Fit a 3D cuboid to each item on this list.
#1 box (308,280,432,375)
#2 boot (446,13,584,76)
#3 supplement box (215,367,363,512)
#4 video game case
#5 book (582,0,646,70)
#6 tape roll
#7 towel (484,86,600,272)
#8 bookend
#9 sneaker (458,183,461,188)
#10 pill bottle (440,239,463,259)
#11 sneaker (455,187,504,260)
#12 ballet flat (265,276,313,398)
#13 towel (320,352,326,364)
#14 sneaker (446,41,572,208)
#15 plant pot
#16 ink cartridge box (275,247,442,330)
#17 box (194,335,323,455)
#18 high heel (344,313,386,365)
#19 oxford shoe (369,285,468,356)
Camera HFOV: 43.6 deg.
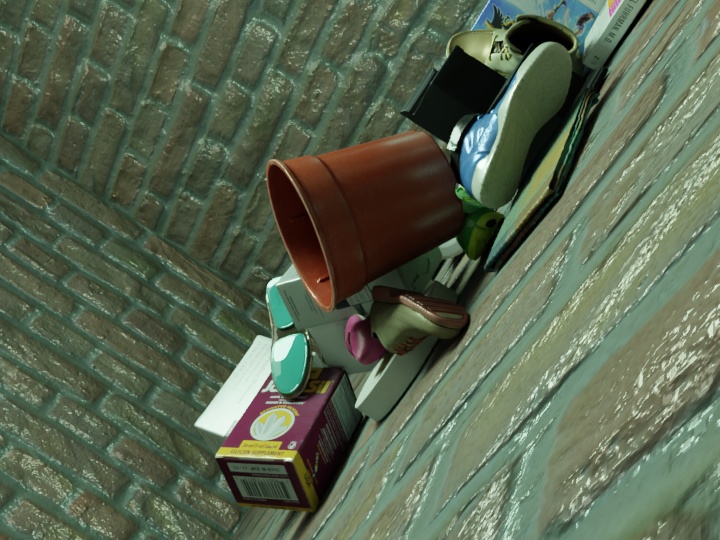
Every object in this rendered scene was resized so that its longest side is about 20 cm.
[{"bbox_3d":[0.023,0.060,1.395,0.124,0.098,0.200,-14,25,29],"label":"box"},{"bbox_3d":[0.205,-0.308,1.238,0.155,0.200,0.072,-4,-74,-74],"label":"boot"},{"bbox_3d":[-0.098,0.240,1.308,0.200,0.131,0.103,-59,-43,-51],"label":"supplement box"},{"bbox_3d":[0.264,-0.348,1.326,0.200,0.181,0.045,-58,-1,27],"label":"video game case"},{"bbox_3d":[0.359,-0.368,1.183,0.200,0.048,0.134,-60,0,31],"label":"book"},{"bbox_3d":[0.060,0.105,1.184,0.203,0.037,0.203,-58,-1,-1],"label":"tape roll"},{"bbox_3d":[0.202,-0.100,0.997,0.200,0.022,0.147,-60,1,-42],"label":"towel"},{"bbox_3d":[0.179,-0.231,1.176,0.092,0.200,0.199,-58,-1,-23],"label":"bookend"},{"bbox_3d":[0.207,-0.158,1.348,0.083,0.072,0.200,-100,32,-65],"label":"sneaker"},{"bbox_3d":[0.136,-0.083,1.527,0.112,0.111,0.200,-57,0,9],"label":"pill bottle"},{"bbox_3d":[0.141,-0.065,1.211,0.074,0.083,0.200,-57,1,7],"label":"sneaker"},{"bbox_3d":[-0.099,0.104,1.353,0.067,0.068,0.200,52,-152,-58],"label":"ballet flat"},{"bbox_3d":[-0.020,0.059,1.484,0.192,0.034,0.200,10,-108,-57],"label":"towel"},{"bbox_3d":[0.168,-0.182,1.068,0.111,0.077,0.200,45,119,55],"label":"sneaker"},{"bbox_3d":[0.011,-0.075,1.130,0.195,0.201,0.201,-22,-10,-15],"label":"plant pot"},{"bbox_3d":[0.000,0.000,1.304,0.200,0.083,0.147,-15,21,28],"label":"ink cartridge box"},{"bbox_3d":[-0.143,0.254,1.518,0.199,0.130,0.200,-56,-36,-31],"label":"box"},{"bbox_3d":[0.001,0.108,1.209,0.096,0.067,0.200,-57,6,-25],"label":"high heel"},{"bbox_3d":[0.064,0.064,1.028,0.200,0.070,0.075,-165,86,-72],"label":"oxford shoe"}]
